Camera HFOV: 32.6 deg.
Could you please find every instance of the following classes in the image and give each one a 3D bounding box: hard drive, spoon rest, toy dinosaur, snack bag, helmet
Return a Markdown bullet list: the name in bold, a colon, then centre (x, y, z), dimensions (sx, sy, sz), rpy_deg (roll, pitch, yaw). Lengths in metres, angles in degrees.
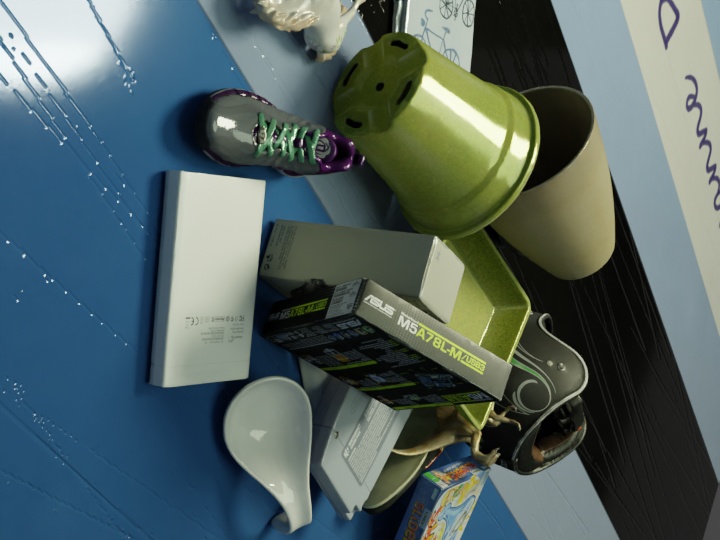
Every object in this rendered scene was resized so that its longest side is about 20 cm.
- **hard drive**: centre (-0.148, 0.008, 1.204), dimensions (0.131, 0.026, 0.203), rpy_deg (1, 96, -57)
- **spoon rest**: centre (-0.086, 0.199, 1.293), dimensions (0.099, 0.061, 0.202), rpy_deg (-25, 123, -20)
- **toy dinosaur**: centre (0.128, 0.196, 1.509), dimensions (0.200, 0.101, 0.058), rpy_deg (-39, 159, -26)
- **snack bag**: centre (0.094, -0.315, 1.531), dimensions (0.188, 0.021, 0.203), rpy_deg (1, 96, -58)
- **helmet**: centre (0.205, 0.153, 1.639), dimensions (0.199, 0.191, 0.201), rpy_deg (-26, 142, -22)

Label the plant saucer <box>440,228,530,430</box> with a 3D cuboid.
- **plant saucer**: centre (0.117, 0.054, 1.482), dimensions (0.200, 0.047, 0.201), rpy_deg (53, 50, -34)

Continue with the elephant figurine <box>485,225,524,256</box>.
- **elephant figurine**: centre (0.211, -0.075, 1.647), dimensions (0.142, 0.153, 0.202), rpy_deg (-55, 134, -70)

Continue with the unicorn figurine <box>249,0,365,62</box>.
- **unicorn figurine**: centre (-0.046, -0.280, 1.262), dimensions (0.138, 0.073, 0.200), rpy_deg (-61, 148, -14)

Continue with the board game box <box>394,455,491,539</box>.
- **board game box**: centre (0.087, 0.340, 1.567), dimensions (0.135, 0.034, 0.202), rpy_deg (-7, 122, -57)

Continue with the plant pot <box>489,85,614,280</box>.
- **plant pot**: centre (0.234, -0.087, 1.509), dimensions (0.201, 0.186, 0.188), rpy_deg (54, 51, -36)

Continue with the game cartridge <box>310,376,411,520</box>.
- **game cartridge**: centre (0.002, 0.166, 1.412), dimensions (0.201, 0.040, 0.134), rpy_deg (-60, 144, -33)

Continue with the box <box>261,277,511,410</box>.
- **box**: centre (0.023, 0.082, 1.269), dimensions (0.192, 0.199, 0.048), rpy_deg (28, 68, -24)

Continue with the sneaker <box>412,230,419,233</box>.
- **sneaker**: centre (0.088, 0.043, 1.569), dimensions (0.088, 0.073, 0.203), rpy_deg (-92, 175, -83)

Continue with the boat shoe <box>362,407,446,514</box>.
- **boat shoe**: centre (0.061, 0.230, 1.530), dimensions (0.202, 0.073, 0.064), rpy_deg (-51, 139, -37)

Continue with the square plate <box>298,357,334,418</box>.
- **square plate**: centre (-0.001, 0.103, 1.452), dimensions (0.200, 0.028, 0.200), rpy_deg (-38, 126, -48)

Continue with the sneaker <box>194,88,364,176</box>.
- **sneaker**: centre (-0.076, -0.135, 1.219), dimensions (0.199, 0.087, 0.075), rpy_deg (5, 92, -58)

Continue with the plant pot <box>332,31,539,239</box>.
- **plant pot**: centre (0.072, -0.165, 1.390), dimensions (0.184, 0.199, 0.202), rpy_deg (34, 67, -43)

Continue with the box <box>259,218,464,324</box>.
- **box**: centre (0.000, 0.000, 1.274), dimensions (0.082, 0.198, 0.069), rpy_deg (39, 64, -53)
